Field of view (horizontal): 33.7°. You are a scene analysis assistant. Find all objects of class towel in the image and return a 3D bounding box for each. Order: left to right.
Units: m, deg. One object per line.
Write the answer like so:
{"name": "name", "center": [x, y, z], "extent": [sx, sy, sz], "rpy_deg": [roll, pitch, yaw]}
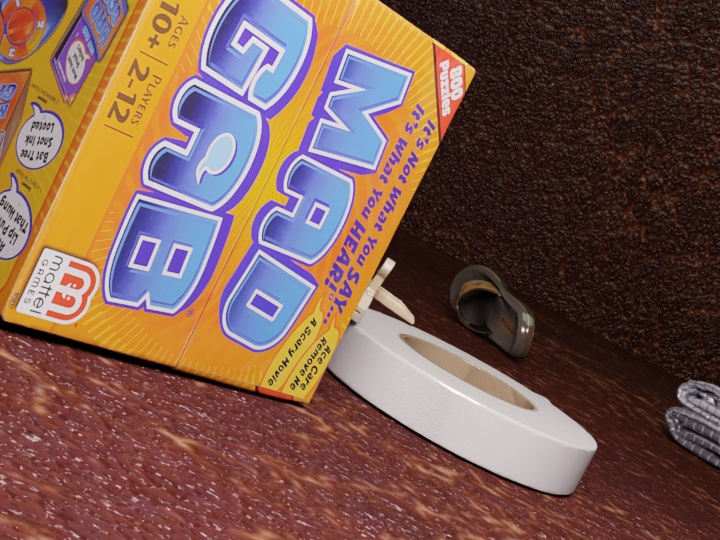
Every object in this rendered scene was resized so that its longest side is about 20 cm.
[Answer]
{"name": "towel", "center": [0.476, 0.214, 1.405], "extent": [0.165, 0.086, 0.199], "rpy_deg": [24, 4, -46]}

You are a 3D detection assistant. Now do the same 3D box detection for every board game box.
{"name": "board game box", "center": [-0.105, -0.080, 0.623], "extent": [0.199, 0.201, 0.199], "rpy_deg": [32, 6, 42]}

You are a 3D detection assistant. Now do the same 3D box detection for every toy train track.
{"name": "toy train track", "center": [0.000, 0.000, 0.850], "extent": [0.114, 0.033, 0.200], "rpy_deg": [35, 8, -4]}

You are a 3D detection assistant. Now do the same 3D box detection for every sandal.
{"name": "sandal", "center": [0.147, 0.050, 1.444], "extent": [0.054, 0.083, 0.200], "rpy_deg": [2, 22, -20]}

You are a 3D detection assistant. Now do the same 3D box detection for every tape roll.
{"name": "tape roll", "center": [0.065, 0.084, 0.811], "extent": [0.201, 0.037, 0.203], "rpy_deg": [28, 6, -3]}

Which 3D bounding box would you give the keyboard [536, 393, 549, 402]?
{"name": "keyboard", "center": [0.097, 0.091, 1.047], "extent": [0.199, 0.011, 0.056], "rpy_deg": [25, 6, -23]}
